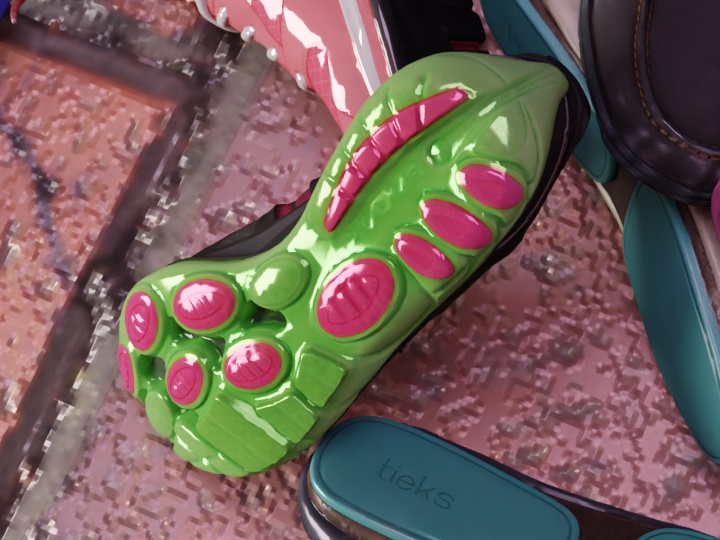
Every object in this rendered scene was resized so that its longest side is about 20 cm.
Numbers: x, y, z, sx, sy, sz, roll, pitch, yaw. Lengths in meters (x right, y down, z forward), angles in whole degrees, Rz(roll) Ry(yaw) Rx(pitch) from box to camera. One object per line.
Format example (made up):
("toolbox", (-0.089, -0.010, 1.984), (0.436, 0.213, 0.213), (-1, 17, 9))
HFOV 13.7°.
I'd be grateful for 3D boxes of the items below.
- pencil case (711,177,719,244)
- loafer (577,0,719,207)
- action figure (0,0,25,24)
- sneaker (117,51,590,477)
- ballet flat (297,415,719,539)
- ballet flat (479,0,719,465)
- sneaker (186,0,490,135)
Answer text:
("pencil case", (0.196, -0.063, 0.884), (0.200, 0.094, 0.091), (-46, 50, -12))
("loafer", (0.119, -0.107, 0.938), (0.073, 0.072, 0.200), (26, 50, -12))
("action figure", (-0.132, -0.106, 1.020), (0.065, 0.052, 0.200), (24, 72, 18))
("sneaker", (0.000, 0.000, 0.921), (0.200, 0.084, 0.077), (-36, 83, 38))
("ballet flat", (0.070, 0.106, 0.905), (0.199, 0.073, 0.073), (23, 74, 24))
("ballet flat", (0.104, -0.033, 0.960), (0.069, 0.070, 0.201), (-24, 70, -3))
("sneaker", (-0.022, -0.101, 1.005), (0.087, 0.074, 0.201), (-28, 74, 26))
